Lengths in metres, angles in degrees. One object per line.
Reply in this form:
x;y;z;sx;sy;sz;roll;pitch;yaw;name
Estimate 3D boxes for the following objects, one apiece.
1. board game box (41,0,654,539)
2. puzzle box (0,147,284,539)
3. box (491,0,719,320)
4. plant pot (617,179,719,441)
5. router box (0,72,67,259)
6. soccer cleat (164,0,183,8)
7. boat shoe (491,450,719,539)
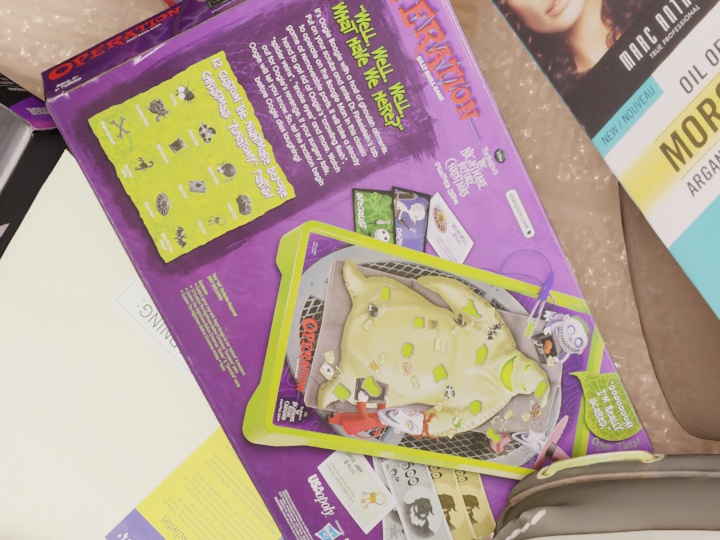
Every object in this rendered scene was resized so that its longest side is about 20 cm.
0.000;0.000;0.798;0.119;0.032;0.201;-24;117;4;board game box
-0.086;0.062;0.858;0.133;0.025;0.200;-43;99;4;puzzle box
0.110;-0.047;0.713;0.082;0.049;0.201;-47;56;23;box
0.174;-0.015;0.792;0.173;0.200;0.202;-11;100;16;plant pot
-0.200;0.000;0.805;0.149;0.051;0.201;32;101;7;router box
-0.040;-0.096;0.823;0.076;0.067;0.201;-16;103;24;soccer cleat
0.137;0.087;0.787;0.200;0.060;0.073;1;126;10;boat shoe
